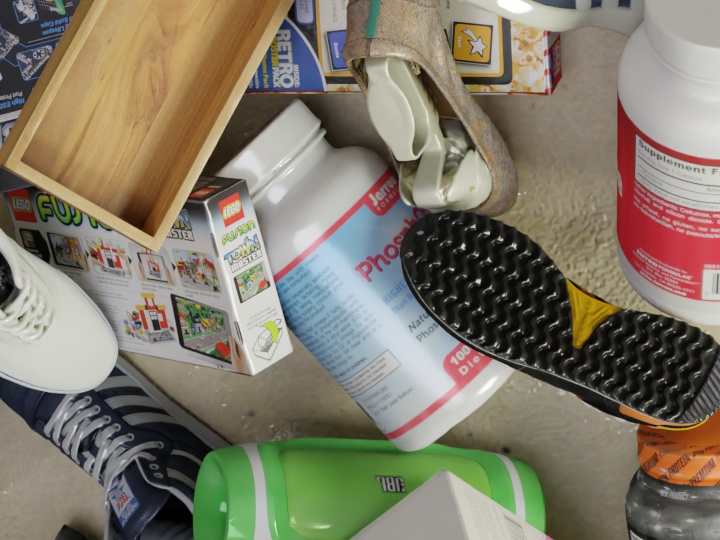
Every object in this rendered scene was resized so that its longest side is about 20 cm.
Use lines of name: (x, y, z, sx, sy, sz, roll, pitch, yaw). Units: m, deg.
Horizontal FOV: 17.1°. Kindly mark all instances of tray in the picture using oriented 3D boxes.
tray: (-0.109, -0.122, 1.313, 0.098, 0.037, 0.201, 30, 86, -21)

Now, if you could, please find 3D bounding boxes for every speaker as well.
speaker: (0.005, 0.146, 1.420, 0.199, 0.088, 0.089, 3, 114, -20)

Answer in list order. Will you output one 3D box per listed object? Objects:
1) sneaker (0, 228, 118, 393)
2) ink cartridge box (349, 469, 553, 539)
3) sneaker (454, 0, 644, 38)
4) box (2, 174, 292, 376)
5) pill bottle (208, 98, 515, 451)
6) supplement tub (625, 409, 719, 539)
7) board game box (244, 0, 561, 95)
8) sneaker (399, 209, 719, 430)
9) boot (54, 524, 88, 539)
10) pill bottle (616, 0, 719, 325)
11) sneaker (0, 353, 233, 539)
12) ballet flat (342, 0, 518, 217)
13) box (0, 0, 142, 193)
sneaker: (-0.210, 0.016, 1.368, 0.200, 0.071, 0.073, 37, 84, -35)
ink cartridge box: (0.079, 0.232, 1.372, 0.125, 0.129, 0.200, -38, 130, 20)
sneaker: (0.116, -0.174, 1.293, 0.075, 0.199, 0.085, 29, 111, 50)
box: (-0.130, -0.005, 1.417, 0.199, 0.035, 0.111, 9, 120, 46)
pill bottle: (0.000, 0.000, 1.403, 0.109, 0.109, 0.200, -40, 97, 23)
supplement tub: (0.222, 0.181, 1.403, 0.122, 0.123, 0.201, -4, 108, 16)
board game box: (0.013, -0.178, 1.370, 0.199, 0.046, 0.152, 2, 109, 14)
sneaker: (0.110, 0.037, 1.353, 0.199, 0.090, 0.070, 27, 77, 7)
boot: (-0.144, 0.281, 1.570, 0.199, 0.066, 0.165, 30, 115, -2)
pill bottle: (0.193, -0.074, 1.284, 0.112, 0.113, 0.201, 7, 139, 12)
sneaker: (-0.159, 0.111, 1.483, 0.199, 0.109, 0.070, 33, 113, 2)
ballet flat: (0.035, -0.077, 1.343, 0.068, 0.067, 0.200, -8, 139, 24)
box: (-0.232, -0.141, 1.368, 0.199, 0.050, 0.199, -12, 103, 23)
